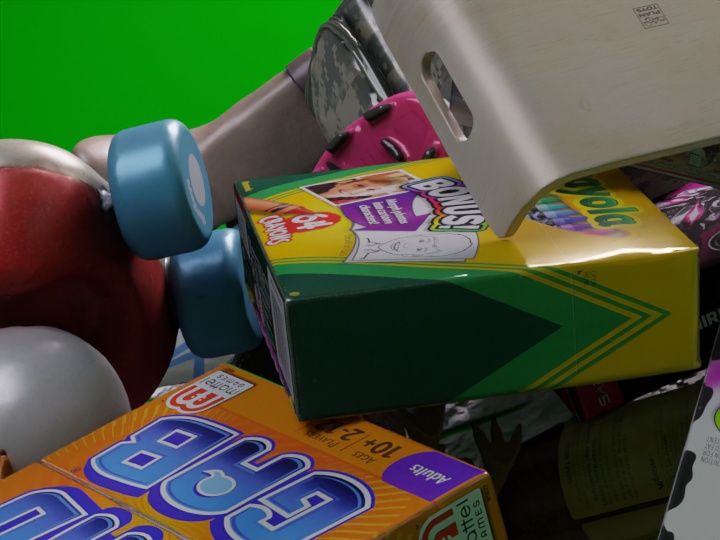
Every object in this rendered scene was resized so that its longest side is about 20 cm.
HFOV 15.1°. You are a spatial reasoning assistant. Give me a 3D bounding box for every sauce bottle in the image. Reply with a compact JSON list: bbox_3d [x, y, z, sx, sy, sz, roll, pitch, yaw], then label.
[{"bbox_3d":[0.111,0.096,1.248,0.199,0.066,0.066,-16,34,28],"label":"sauce bottle"}]

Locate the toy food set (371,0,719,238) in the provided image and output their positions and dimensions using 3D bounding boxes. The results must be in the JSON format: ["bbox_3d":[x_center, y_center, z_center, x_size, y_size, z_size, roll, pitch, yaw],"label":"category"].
[{"bbox_3d":[0.122,-0.090,1.190,0.199,0.061,0.144,-14,54,-18],"label":"toy food set"}]

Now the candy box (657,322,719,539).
[{"bbox_3d":[0.199,0.087,1.112,0.135,0.061,0.201,15,47,8],"label":"candy box"}]

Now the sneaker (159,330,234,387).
[{"bbox_3d":[-0.118,0.026,1.466,0.199,0.073,0.072,-28,38,16],"label":"sneaker"}]

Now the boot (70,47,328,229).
[{"bbox_3d":[-0.055,-0.080,1.558,0.146,0.199,0.070,-45,55,22],"label":"boot"}]

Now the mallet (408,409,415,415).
[{"bbox_3d":[-0.030,0.114,1.403,0.200,0.041,0.066,-42,28,-21],"label":"mallet"}]

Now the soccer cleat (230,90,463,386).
[{"bbox_3d":[0.000,0.000,1.345,0.070,0.086,0.201,40,108,31],"label":"soccer cleat"}]

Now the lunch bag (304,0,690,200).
[{"bbox_3d":[0.063,-0.071,1.410,0.168,0.139,0.201,-52,52,35],"label":"lunch bag"}]

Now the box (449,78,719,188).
[{"bbox_3d":[0.155,-0.094,1.269,0.199,0.040,0.137,15,36,14],"label":"box"}]

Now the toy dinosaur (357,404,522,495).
[{"bbox_3d":[0.031,0.110,1.246,0.106,0.060,0.201,121,140,-49],"label":"toy dinosaur"}]

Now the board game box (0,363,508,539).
[{"bbox_3d":[-0.057,0.187,1.101,0.199,0.201,0.200,-28,25,-27],"label":"board game box"}]

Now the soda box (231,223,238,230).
[{"bbox_3d":[0.013,-0.032,1.537,0.199,0.064,0.068,-33,29,2],"label":"soda box"}]

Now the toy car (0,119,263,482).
[{"bbox_3d":[-0.146,0.061,1.236,0.183,0.177,0.201,-11,56,9],"label":"toy car"}]

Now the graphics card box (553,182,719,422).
[{"bbox_3d":[0.172,-0.004,1.286,0.199,0.051,0.126,-22,17,-4],"label":"graphics card box"}]

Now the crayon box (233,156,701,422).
[{"bbox_3d":[0.041,-0.001,1.188,0.171,0.059,0.200,-8,17,-7],"label":"crayon box"}]
